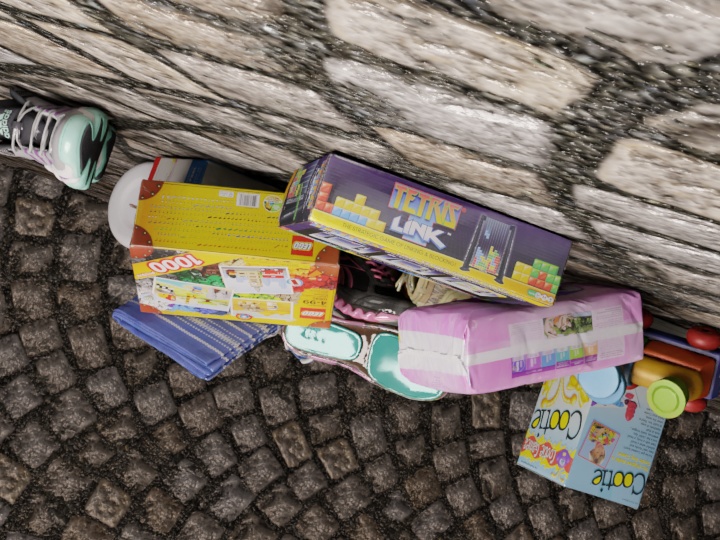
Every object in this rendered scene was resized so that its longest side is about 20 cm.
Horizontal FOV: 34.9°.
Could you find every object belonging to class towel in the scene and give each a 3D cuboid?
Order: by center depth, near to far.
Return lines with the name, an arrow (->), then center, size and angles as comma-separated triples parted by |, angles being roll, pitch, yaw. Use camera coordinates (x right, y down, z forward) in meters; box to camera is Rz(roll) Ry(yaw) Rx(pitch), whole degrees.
towel -> -0.149, 0.038, 1.232 | 0.144, 0.024, 0.200 | 27, -142, 26

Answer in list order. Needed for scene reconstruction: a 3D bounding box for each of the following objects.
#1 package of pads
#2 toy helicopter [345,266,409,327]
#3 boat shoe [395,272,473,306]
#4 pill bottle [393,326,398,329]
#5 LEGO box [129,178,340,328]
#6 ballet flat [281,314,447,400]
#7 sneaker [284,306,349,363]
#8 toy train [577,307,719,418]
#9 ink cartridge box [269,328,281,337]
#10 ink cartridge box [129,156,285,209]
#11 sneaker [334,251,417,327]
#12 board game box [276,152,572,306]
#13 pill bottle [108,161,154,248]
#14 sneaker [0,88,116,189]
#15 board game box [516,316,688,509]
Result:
package of pads -> 0.143, 0.059, 1.033 | 0.199, 0.076, 0.120 | -9, -172, -29
toy helicopter -> 0.014, 0.068, 1.401 | 0.079, 0.133, 0.200 | 4, -161, 33
boat shoe -> 0.078, -0.002, 1.151 | 0.062, 0.074, 0.200 | 25, 166, -7
pill bottle -> 0.113, 0.062, 1.299 | 0.112, 0.113, 0.200 | 19, 156, -10
LEGO box -> -0.122, -0.013, 1.147 | 0.199, 0.077, 0.149 | 5, 152, -3
ballet flat -> 0.009, 0.088, 1.277 | 0.199, 0.069, 0.071 | 18, -172, 8
sneaker -> -0.069, 0.078, 1.480 | 0.076, 0.077, 0.200 | 40, 167, 6
toy train -> 0.315, 0.109, 1.100 | 0.199, 0.085, 0.116 | 18, -157, 28
ink cartridge box -> -0.112, 0.012, 1.506 | 0.085, 0.146, 0.200 | 38, 169, -7
ink cartridge box -> -0.170, -0.076, 1.278 | 0.116, 0.068, 0.200 | 21, 176, -31
sneaker -> 0.000, 0.000, 1.298 | 0.079, 0.096, 0.200 | 18, -173, -44
board game box -> 0.044, -0.030, 0.912 | 0.199, 0.057, 0.165 | 19, 175, -13
pill bottle -> -0.221, -0.060, 1.472 | 0.112, 0.112, 0.200 | 17, 176, 32
sneaker -> -0.312, -0.130, 1.082 | 0.139, 0.078, 0.200 | 18, 177, -9
board game box -> 0.267, 0.142, 1.258 | 0.105, 0.201, 0.103 | 20, 177, -23
